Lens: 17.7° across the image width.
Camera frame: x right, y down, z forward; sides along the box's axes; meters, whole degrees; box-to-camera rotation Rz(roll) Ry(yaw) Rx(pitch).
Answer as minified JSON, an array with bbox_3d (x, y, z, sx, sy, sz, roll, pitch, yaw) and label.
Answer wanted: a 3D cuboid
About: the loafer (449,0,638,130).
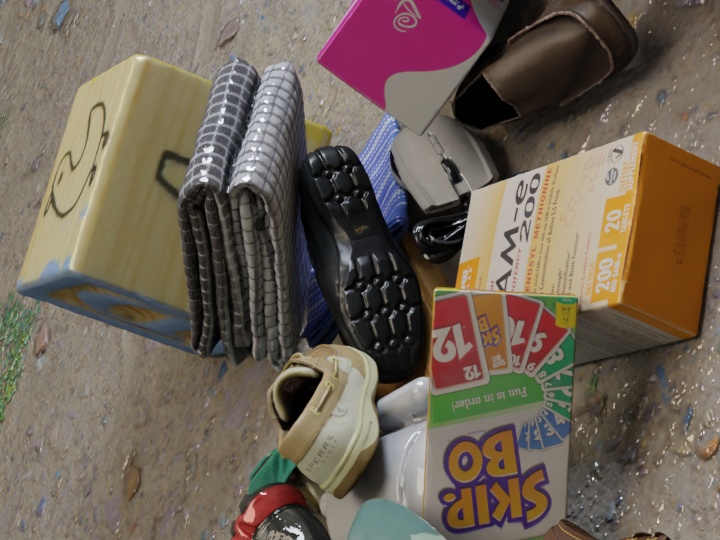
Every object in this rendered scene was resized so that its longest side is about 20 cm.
[{"bbox_3d":[0.133,-0.144,1.712,0.071,0.073,0.200,-46,6,-29],"label":"loafer"}]

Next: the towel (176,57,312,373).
[{"bbox_3d":[-0.089,-0.042,1.823,0.166,0.085,0.201,-81,-10,-50],"label":"towel"}]

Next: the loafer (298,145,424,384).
[{"bbox_3d":[0.000,0.000,1.773,0.070,0.068,0.201,108,146,-60],"label":"loafer"}]

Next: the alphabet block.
[{"bbox_3d":[-0.165,-0.051,2.029,0.195,0.196,0.201,-12,60,65],"label":"alphabet block"}]

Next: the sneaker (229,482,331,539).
[{"bbox_3d":[-0.070,0.270,1.791,0.098,0.071,0.201,35,114,43],"label":"sneaker"}]

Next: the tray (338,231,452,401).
[{"bbox_3d":[0.040,0.060,1.787,0.099,0.037,0.200,-57,29,19],"label":"tray"}]

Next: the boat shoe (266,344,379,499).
[{"bbox_3d":[-0.030,0.091,1.642,0.074,0.066,0.200,-56,14,10],"label":"boat shoe"}]

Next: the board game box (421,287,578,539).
[{"bbox_3d":[0.090,0.114,1.515,0.030,0.095,0.201,-44,-43,-85],"label":"board game box"}]

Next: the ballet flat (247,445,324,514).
[{"bbox_3d":[-0.038,0.152,1.816,0.071,0.067,0.200,57,147,20],"label":"ballet flat"}]

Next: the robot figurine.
[{"bbox_3d":[0.053,0.161,1.613,0.200,0.113,0.170,-23,86,52],"label":"robot figurine"}]

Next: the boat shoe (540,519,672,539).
[{"bbox_3d":[0.183,0.196,1.417,0.068,0.072,0.200,-61,34,2],"label":"boat shoe"}]

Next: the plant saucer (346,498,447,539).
[{"bbox_3d":[0.044,0.245,1.514,0.036,0.201,0.200,-30,18,-23],"label":"plant saucer"}]

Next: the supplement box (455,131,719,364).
[{"bbox_3d":[0.151,-0.007,1.601,0.200,0.073,0.127,-19,55,55],"label":"supplement box"}]

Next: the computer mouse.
[{"bbox_3d":[0.065,-0.077,1.786,0.109,0.044,0.200,-27,30,-5],"label":"computer mouse"}]

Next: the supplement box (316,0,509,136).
[{"bbox_3d":[0.050,-0.202,1.800,0.103,0.101,0.200,-52,6,28],"label":"supplement box"}]

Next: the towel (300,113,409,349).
[{"bbox_3d":[-0.007,-0.035,1.903,0.145,0.024,0.200,-55,19,24],"label":"towel"}]
